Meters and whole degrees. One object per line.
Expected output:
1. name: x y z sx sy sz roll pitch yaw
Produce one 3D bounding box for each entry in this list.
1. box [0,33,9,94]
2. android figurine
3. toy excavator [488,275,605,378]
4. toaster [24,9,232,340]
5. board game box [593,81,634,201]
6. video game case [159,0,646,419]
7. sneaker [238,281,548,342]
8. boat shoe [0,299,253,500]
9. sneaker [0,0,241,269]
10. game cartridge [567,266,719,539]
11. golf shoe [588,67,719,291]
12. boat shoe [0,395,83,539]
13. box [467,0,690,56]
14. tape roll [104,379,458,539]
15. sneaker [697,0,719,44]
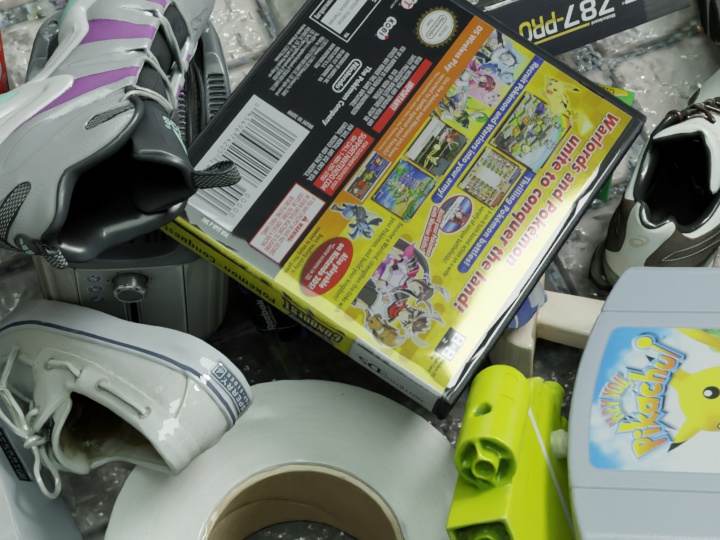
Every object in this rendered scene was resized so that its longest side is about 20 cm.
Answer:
1. box: -0.245 -0.078 1.110 0.095 0.200 0.100 13 61 3
2. android figurine: 0.086 0.133 1.032 0.041 0.183 0.200 -12 26 20
3. toy excavator: 0.180 0.073 1.118 0.193 0.100 0.201 -11 48 -7
4. toaster: -0.124 -0.051 1.136 0.113 0.129 0.201 -3 57 -5
5. board game box: 0.052 -0.097 1.187 0.199 0.029 0.135 15 23 6
6. video game case: 0.020 -0.052 1.059 0.180 0.026 0.200 33 64 7
7. sneaker: -0.001 0.000 1.141 0.199 0.081 0.115 31 73 38
8. boat shoe: -0.143 0.074 1.060 0.201 0.075 0.086 9 51 47
9. sneaker: -0.101 -0.075 1.009 0.140 0.078 0.200 21 65 39
10. game cartridge: 0.170 0.074 1.030 0.133 0.041 0.201 -3 44 18
11. golf shoe: 0.203 -0.065 1.183 0.077 0.095 0.200 27 62 13
12. boat shoe: -0.198 0.131 1.081 0.070 0.071 0.200 -38 67 14
13. box: 0.074 -0.182 1.217 0.161 0.049 0.200 -22 34 -12
14. tape roll: -0.029 0.160 1.062 0.201 0.071 0.203 1 61 -2
15. sneaker: 0.251 -0.160 1.217 0.083 0.081 0.200 -5 32 -12
